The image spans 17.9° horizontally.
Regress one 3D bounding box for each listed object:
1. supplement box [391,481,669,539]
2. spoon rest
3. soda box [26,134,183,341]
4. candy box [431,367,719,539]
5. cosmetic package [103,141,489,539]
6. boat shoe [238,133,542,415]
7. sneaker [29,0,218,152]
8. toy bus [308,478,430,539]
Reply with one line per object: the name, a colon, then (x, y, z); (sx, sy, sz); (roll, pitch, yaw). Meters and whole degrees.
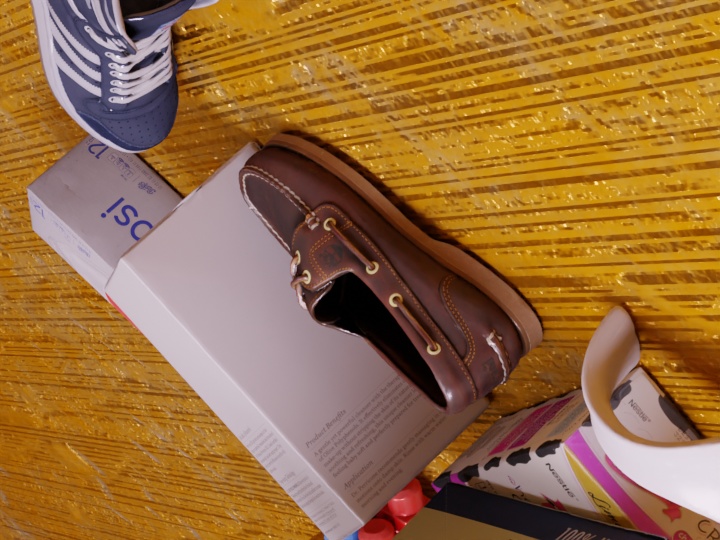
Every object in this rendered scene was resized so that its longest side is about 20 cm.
supplement box: (0.062, 0.229, 1.108); (0.134, 0.200, 0.200); (54, 158, -21)
spoon rest: (0.171, 0.086, 1.005); (0.200, 0.061, 0.099); (31, 155, 40)
soda box: (-0.118, 0.004, 1.433); (0.200, 0.068, 0.063); (42, 159, 14)
candy box: (0.128, 0.132, 1.175); (0.136, 0.061, 0.200); (49, 159, -2)
cosmetic package: (-0.037, 0.042, 1.281); (0.200, 0.108, 0.085); (48, 161, 3)
boat shoe: (0.000, 0.000, 1.183); (0.200, 0.070, 0.070); (36, 158, 33)
sneaker: (-0.117, -0.121, 1.195); (0.108, 0.070, 0.200); (34, 153, 37)
toy bus: (0.042, 0.223, 1.453); (0.200, 0.136, 0.192); (27, 136, 40)
